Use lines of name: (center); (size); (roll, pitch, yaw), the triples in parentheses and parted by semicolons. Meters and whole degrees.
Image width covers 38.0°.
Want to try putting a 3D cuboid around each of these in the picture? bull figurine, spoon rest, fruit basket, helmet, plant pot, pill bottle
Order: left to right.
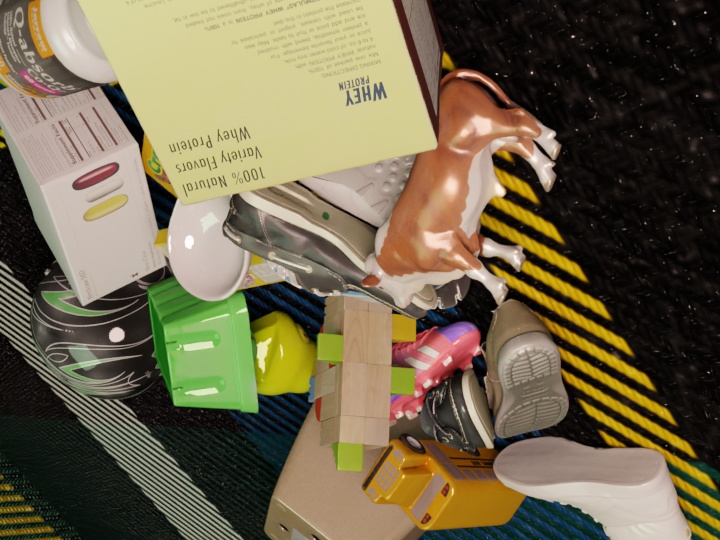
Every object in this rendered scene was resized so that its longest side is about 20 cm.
pill bottle: (-0.263, -0.229, 0.977); (0.198, 0.117, 0.117); (0, 130, 49)
helmet: (-0.316, 0.065, 1.320); (0.201, 0.188, 0.201); (57, 163, 27)
spoon rest: (-0.131, -0.071, 0.966); (0.098, 0.060, 0.204); (18, 100, 29)
fruit basket: (-0.133, 0.076, 1.200); (0.213, 0.214, 0.158); (10, 112, 41)
plant pot: (-0.008, 0.267, 1.253); (0.199, 0.178, 0.201); (34, 149, 11)
bull figurine: (0.074, -0.047, 0.800); (0.120, 0.065, 0.203); (23, 114, 15)

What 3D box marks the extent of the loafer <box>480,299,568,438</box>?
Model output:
loafer: (0.151, 0.092, 0.970); (0.201, 0.074, 0.071); (82, 175, -57)

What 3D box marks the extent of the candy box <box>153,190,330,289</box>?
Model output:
candy box: (-0.099, -0.024, 1.039); (0.197, 0.027, 0.102); (-11, 146, 30)

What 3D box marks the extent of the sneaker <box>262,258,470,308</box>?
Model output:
sneaker: (0.000, 0.000, 0.967); (0.197, 0.076, 0.087); (16, 170, 2)

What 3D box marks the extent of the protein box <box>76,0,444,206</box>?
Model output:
protein box: (-0.062, -0.181, 0.711); (0.195, 0.136, 0.202); (-11, 128, 16)

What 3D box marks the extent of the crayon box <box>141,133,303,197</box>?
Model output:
crayon box: (-0.155, -0.111, 1.067); (0.199, 0.052, 0.126); (39, 150, 6)

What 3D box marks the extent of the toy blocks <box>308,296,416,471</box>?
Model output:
toy blocks: (-0.013, 0.104, 1.064); (0.098, 0.204, 0.137); (6, 165, -16)

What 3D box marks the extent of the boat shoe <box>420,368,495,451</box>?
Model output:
boat shoe: (0.090, 0.139, 1.006); (0.199, 0.065, 0.076); (35, -139, -80)

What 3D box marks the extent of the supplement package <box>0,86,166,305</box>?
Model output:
supplement package: (-0.308, -0.095, 1.157); (0.156, 0.110, 0.202); (52, 158, 32)

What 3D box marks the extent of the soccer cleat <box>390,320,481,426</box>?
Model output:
soccer cleat: (0.058, 0.093, 1.075); (0.077, 0.066, 0.201); (63, 149, 19)

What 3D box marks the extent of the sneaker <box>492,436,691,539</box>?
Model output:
sneaker: (0.228, 0.232, 1.039); (0.198, 0.074, 0.117); (-1, 126, 48)

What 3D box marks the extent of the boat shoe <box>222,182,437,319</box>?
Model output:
boat shoe: (-0.026, -0.012, 0.903); (0.198, 0.072, 0.068); (29, 116, -1)

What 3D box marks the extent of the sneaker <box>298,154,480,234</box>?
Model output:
sneaker: (0.019, -0.072, 0.913); (0.198, 0.077, 0.081); (32, 166, 18)

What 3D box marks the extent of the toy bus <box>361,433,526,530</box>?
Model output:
toy bus: (0.090, 0.221, 1.079); (0.199, 0.066, 0.078); (15, -156, -52)
